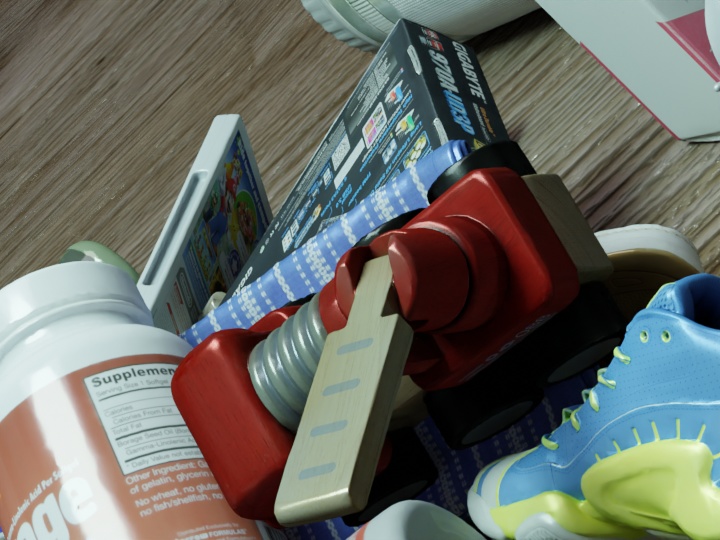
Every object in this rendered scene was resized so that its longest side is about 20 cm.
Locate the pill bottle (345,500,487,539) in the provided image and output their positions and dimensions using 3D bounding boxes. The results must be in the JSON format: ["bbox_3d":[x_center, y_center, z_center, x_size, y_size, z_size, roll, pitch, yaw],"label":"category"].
[{"bbox_3d":[-0.023,0.190,0.974,0.200,0.111,0.111,-40,22,17],"label":"pill bottle"}]

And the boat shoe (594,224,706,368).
[{"bbox_3d":[0.084,0.013,1.145,0.200,0.071,0.069,-26,30,45],"label":"boat shoe"}]

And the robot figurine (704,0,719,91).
[{"bbox_3d":[0.221,-0.141,1.098,0.169,0.113,0.200,7,50,28],"label":"robot figurine"}]

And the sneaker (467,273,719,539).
[{"bbox_3d":[0.117,0.055,0.951,0.200,0.076,0.105,-5,89,48],"label":"sneaker"}]

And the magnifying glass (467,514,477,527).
[{"bbox_3d":[0.110,0.078,1.055,0.200,0.022,0.080,-14,37,58],"label":"magnifying glass"}]

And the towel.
[{"bbox_3d":[0.007,0.051,1.093,0.200,0.145,0.024,-35,-11,29],"label":"towel"}]

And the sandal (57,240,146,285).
[{"bbox_3d":[-0.114,0.032,1.386,0.057,0.080,0.201,-57,-18,-20],"label":"sandal"}]

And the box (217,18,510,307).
[{"bbox_3d":[0.000,0.000,1.184,0.200,0.046,0.159,-57,25,24],"label":"box"}]

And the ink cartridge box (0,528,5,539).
[{"bbox_3d":[-0.175,0.110,1.174,0.200,0.037,0.095,-18,34,-17],"label":"ink cartridge box"}]

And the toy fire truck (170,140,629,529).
[{"bbox_3d":[-0.006,0.046,0.968,0.176,0.129,0.200,-38,-18,30],"label":"toy fire truck"}]

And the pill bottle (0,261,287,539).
[{"bbox_3d":[-0.102,0.098,1.079,0.112,0.112,0.200,-40,57,18],"label":"pill bottle"}]

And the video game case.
[{"bbox_3d":[-0.082,0.031,1.356,0.018,0.143,0.200,-1,40,20],"label":"video game case"}]

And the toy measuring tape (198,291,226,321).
[{"bbox_3d":[-0.086,0.094,1.245,0.074,0.074,0.200,-34,49,31],"label":"toy measuring tape"}]

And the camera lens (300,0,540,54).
[{"bbox_3d":[0.063,-0.225,1.496,0.200,0.160,0.160,-19,34,52],"label":"camera lens"}]

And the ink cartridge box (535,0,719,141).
[{"bbox_3d":[0.183,-0.185,1.207,0.200,0.147,0.083,-53,17,-18],"label":"ink cartridge box"}]
